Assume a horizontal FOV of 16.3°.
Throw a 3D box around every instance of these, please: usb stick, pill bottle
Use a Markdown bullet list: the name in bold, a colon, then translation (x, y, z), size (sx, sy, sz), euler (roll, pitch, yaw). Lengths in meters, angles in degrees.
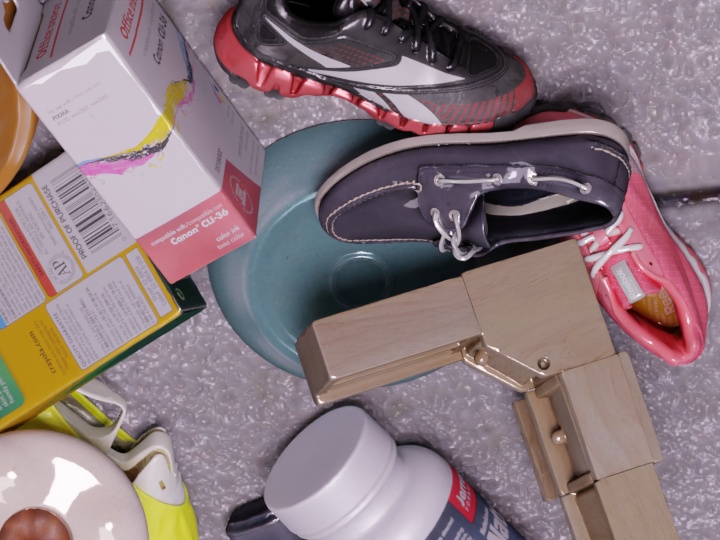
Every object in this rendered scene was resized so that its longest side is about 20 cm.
- **usb stick**: translation (-0.029, 0.237, 1.753), size (0.055, 0.033, 0.200), euler (-23, 118, 12)
- **pill bottle**: translation (0.035, 0.187, 1.675), size (0.120, 0.120, 0.200), euler (-37, 114, 19)

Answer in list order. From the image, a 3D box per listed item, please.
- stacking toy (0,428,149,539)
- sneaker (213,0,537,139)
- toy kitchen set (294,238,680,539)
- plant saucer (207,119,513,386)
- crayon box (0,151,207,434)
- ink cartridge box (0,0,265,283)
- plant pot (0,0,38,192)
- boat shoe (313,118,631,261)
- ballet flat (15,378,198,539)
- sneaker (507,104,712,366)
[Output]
- **stacking toy**: translation (-0.225, 0.183, 1.651), size (0.146, 0.200, 0.146), euler (2, 82, -15)
- **sneaker**: translation (0.016, -0.138, 1.507), size (0.200, 0.071, 0.098), euler (14, 139, -8)
- **toy kitchen set**: translation (0.073, 0.112, 1.583), size (0.180, 0.163, 0.200), euler (-17, 82, -12)
- **plant saucer**: translation (0.000, 0.000, 1.616), size (0.200, 0.036, 0.200), euler (0, 120, 0)
- **crayon box**: translation (-0.213, 0.021, 1.588), size (0.200, 0.052, 0.126), euler (-32, 85, 16)
- **ink cartridge box**: translation (-0.140, -0.106, 1.507), size (0.067, 0.117, 0.200), euler (-29, 116, 16)
- **plant pot**: translation (-0.294, -0.085, 1.481), size (0.200, 0.183, 0.200), euler (0, 120, 0)
- **boat shoe**: translation (0.066, -0.041, 1.518), size (0.200, 0.063, 0.073), euler (-11, 144, 15)
- **ballet flat**: translation (-0.166, 0.119, 1.668), size (0.200, 0.067, 0.067), euler (42, 110, -19)
- **sneaker**: translation (0.163, -0.021, 1.575), size (0.074, 0.087, 0.200), euler (-33, 114, 17)
